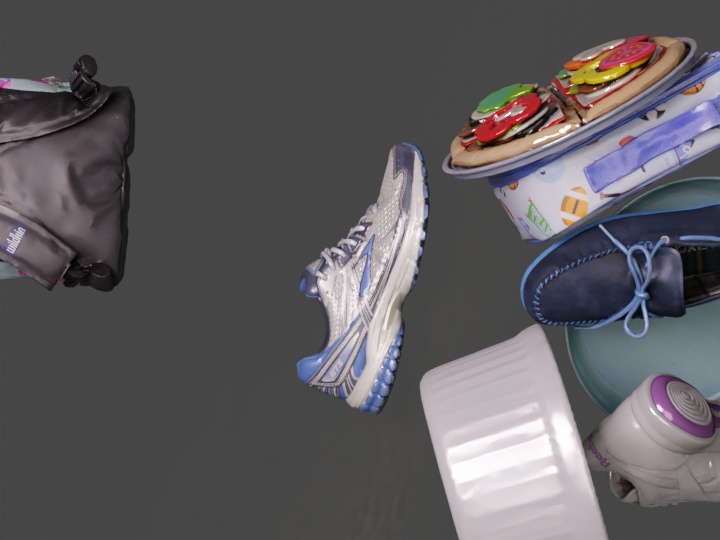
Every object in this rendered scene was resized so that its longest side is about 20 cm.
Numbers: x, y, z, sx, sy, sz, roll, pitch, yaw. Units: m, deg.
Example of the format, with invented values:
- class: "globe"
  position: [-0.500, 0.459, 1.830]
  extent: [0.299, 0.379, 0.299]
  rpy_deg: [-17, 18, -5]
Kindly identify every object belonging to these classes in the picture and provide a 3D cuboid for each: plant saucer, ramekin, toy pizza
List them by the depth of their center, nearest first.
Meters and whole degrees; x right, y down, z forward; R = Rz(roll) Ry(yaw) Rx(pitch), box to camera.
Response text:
- class: "ramekin"
  position: [0.110, 0.147, 1.329]
  extent: [0.097, 0.200, 0.202]
  rpy_deg: [-16, 90, 2]
- class: "toy pizza"
  position: [0.143, -0.124, 1.334]
  extent: [0.199, 0.200, 0.032]
  rpy_deg: [-29, 102, -5]
- class: "plant saucer"
  position: [0.242, 0.025, 1.398]
  extent: [0.199, 0.027, 0.201]
  rpy_deg: [-4, 108, -12]

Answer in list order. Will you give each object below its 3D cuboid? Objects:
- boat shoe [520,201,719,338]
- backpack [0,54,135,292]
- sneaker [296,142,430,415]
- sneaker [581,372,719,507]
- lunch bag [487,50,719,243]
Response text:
- class: "boat shoe"
  position: [0.212, -0.005, 1.324]
  extent: [0.199, 0.069, 0.084]
  rpy_deg: [-20, 125, -6]
- class: "backpack"
  position: [-0.263, -0.060, 1.337]
  extent: [0.199, 0.127, 0.168]
  rpy_deg: [3, 76, -4]
- class: "sneaker"
  position: [0.000, 0.000, 1.383]
  extent: [0.085, 0.077, 0.201]
  rpy_deg: [13, 87, 0]
- class: "sneaker"
  position: [0.238, 0.135, 1.376]
  extent: [0.100, 0.075, 0.200]
  rpy_deg: [-40, 136, 25]
- class: "lunch bag"
  position: [0.194, -0.092, 1.357]
  extent: [0.199, 0.160, 0.076]
  rpy_deg: [-30, 91, -4]
